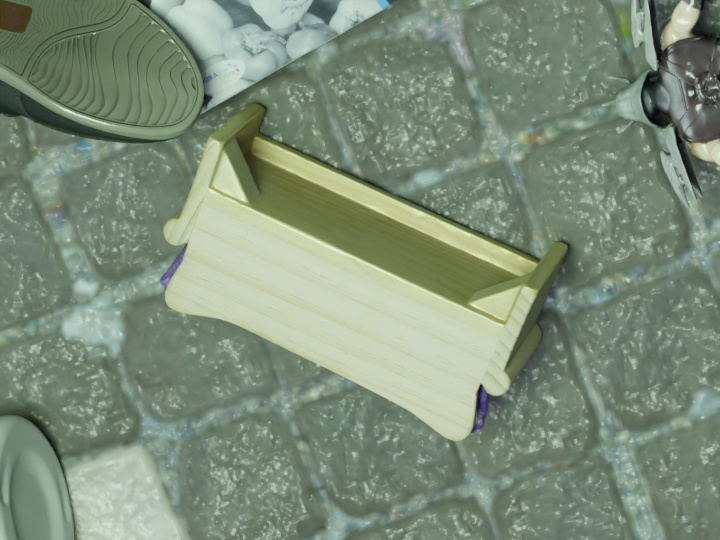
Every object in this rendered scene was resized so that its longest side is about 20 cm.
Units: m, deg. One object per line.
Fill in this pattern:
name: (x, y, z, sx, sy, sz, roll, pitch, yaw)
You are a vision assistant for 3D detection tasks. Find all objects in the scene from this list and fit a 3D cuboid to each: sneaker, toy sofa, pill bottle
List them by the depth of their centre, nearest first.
toy sofa: (0.000, 0.000, 1.552, 0.199, 0.083, 0.098, 24, 112, 7)
sneaker: (-0.173, -0.110, 1.560, 0.199, 0.106, 0.075, 22, 72, 7)
pill bottle: (-0.269, 0.152, 1.639, 0.199, 0.111, 0.112, -12, 100, 16)

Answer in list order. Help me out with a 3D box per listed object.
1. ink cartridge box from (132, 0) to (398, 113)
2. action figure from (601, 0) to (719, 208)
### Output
ink cartridge box: (-0.058, -0.206, 1.506, 0.197, 0.043, 0.200, -28, 112, 22)
action figure: (0.216, -0.103, 1.485, 0.199, 0.069, 0.131, -13, 107, 20)
